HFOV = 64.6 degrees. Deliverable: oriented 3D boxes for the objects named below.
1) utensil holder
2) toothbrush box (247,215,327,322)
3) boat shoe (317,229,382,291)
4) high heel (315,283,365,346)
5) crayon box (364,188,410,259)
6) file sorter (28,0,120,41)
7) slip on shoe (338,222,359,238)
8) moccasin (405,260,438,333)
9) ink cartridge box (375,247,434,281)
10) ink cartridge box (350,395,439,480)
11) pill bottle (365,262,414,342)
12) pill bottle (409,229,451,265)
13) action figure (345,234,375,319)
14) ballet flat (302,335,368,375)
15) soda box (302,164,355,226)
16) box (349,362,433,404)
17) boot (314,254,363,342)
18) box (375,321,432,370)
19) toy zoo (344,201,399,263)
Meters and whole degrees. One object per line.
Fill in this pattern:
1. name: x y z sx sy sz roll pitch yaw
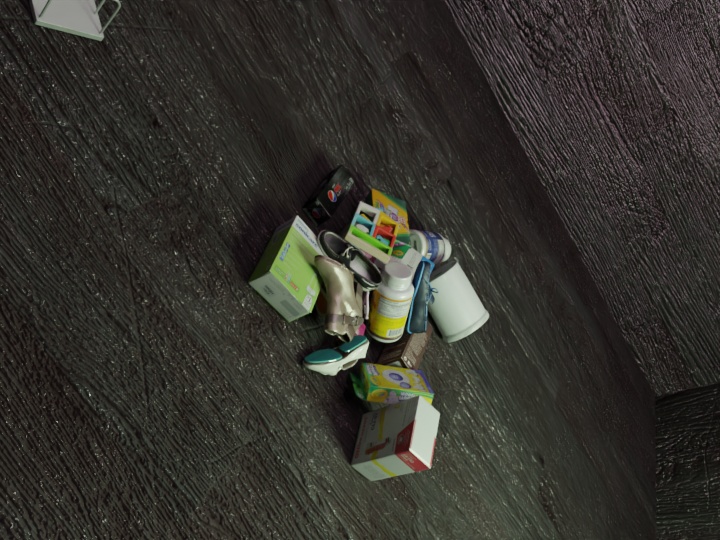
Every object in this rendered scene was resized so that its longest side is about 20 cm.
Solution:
1. utensil holder: 0.292 0.097 1.827 0.203 0.168 0.169 60 37 -4
2. toothbrush box: -0.162 -0.006 1.371 0.146 0.085 0.203 46 41 -26
3. boat shoe: -0.024 -0.028 1.421 0.201 0.060 0.074 48 60 -12
4. high heel: -0.054 0.101 1.465 0.096 0.066 0.204 -45 122 -42
5. crayon box: 0.075 -0.137 1.646 0.116 0.059 0.203 18 42 -19
6. file sorter: -0.581 -0.600 1.140 0.137 0.123 0.205 -7 76 -52
7. slip on shoe: -0.029 -0.089 1.605 0.062 0.073 0.200 59 32 -11
8. moccasin: 0.169 0.072 1.544 0.066 0.205 0.081 8 22 -5
9. ink cartridge box: 0.100 -0.013 1.652 0.198 0.085 0.147 35 39 2
10. ink cartridge box: 0.081 0.402 1.358 0.083 0.198 0.147 41 42 -23
11. pill bottle: 0.081 0.084 1.527 0.106 0.204 0.110 9 32 -6
12. pill bottle: 0.215 -0.073 1.868 0.198 0.110 0.114 1 69 -51
13. action figure: 0.000 0.000 1.506 0.146 0.134 0.203 27 71 6
14. ballet flat: -0.054 0.220 1.396 0.197 0.069 0.071 -18 84 -40
15. soda box: -0.087 -0.214 1.603 0.071 0.063 0.202 50 38 -19
16. box: 0.075 0.287 1.436 0.194 0.050 0.118 8 19 -14
17. boot: -0.058 0.075 1.361 0.199 0.069 0.149 38 58 -38
18. box: 0.125 0.215 1.603 0.076 0.099 0.201 52 39 -18
19. toy zoo: 0.036 -0.113 1.526 0.129 0.021 0.202 30 37 -7
